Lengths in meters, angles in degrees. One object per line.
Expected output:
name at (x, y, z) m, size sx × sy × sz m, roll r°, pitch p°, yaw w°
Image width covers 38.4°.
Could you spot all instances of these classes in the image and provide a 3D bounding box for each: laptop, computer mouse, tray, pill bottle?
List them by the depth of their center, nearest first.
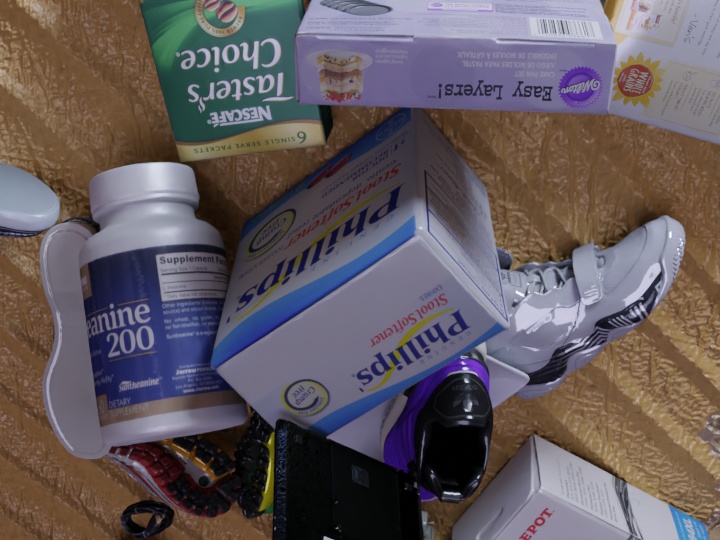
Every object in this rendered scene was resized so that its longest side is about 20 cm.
laptop at (-0.006, 0.230, 0.710) m, size 0.199 × 0.178 × 0.103 m, roll 28°, pitch 128°, yaw -29°
pill bottle at (-0.153, 0.026, 0.784) m, size 0.110 × 0.111 × 0.201 m, roll -12°, pitch 81°, yaw 11°
tray at (0.035, 0.119, 0.861) m, size 0.107 × 0.022 × 0.200 m, roll 28°, pitch 125°, yaw -32°
computer mouse at (-0.214, 0.274, 0.991) m, size 0.058 × 0.034 × 0.200 m, roll 22°, pitch 139°, yaw -2°

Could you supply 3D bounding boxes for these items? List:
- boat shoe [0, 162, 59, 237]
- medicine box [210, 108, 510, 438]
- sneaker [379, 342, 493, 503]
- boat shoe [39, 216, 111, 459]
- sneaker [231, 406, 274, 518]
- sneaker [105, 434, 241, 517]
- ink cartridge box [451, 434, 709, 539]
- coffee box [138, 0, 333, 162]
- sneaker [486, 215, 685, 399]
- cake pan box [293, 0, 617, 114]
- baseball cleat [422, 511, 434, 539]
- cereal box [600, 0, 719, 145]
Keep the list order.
boat shoe at (-0.343, -0.044, 0.849) m, size 0.199 × 0.071 × 0.091 m, roll 15°, pitch 120°, yaw 5°
medicine box at (0.000, 0.000, 0.761) m, size 0.182 × 0.200 × 0.103 m, roll -34°, pitch 115°, yaw 20°
sneaker at (0.059, 0.142, 0.798) m, size 0.069 × 0.100 × 0.201 m, roll -2°, pitch 138°, yaw -8°
boat shoe at (-0.227, 0.055, 0.864) m, size 0.073 × 0.060 × 0.201 m, roll -3°, pitch 100°, yaw 9°
sneaker at (-0.053, 0.126, 0.921) m, size 0.085 × 0.078 × 0.201 m, roll 1°, pitch 118°, yaw -33°
sneaker at (-0.201, 0.155, 0.934) m, size 0.200 × 0.078 × 0.082 m, roll 44°, pitch 153°, yaw -1°
ink cartridge box at (0.202, 0.262, 0.954) m, size 0.199 × 0.084 × 0.146 m, roll 29°, pitch 118°, yaw -10°
coffee box at (-0.095, -0.183, 0.760) m, size 0.122 × 0.044 × 0.201 m, roll -5°, pitch 118°, yaw 7°
sneaker at (0.157, 0.012, 0.827) m, size 0.115 × 0.075 × 0.200 m, roll 34°, pitch 119°, yaw -16°
cake pan box at (0.065, -0.162, 0.679) m, size 0.199 × 0.185 × 0.053 m, roll 2°, pitch 123°, yaw 3°
baseball cleat at (0.004, 0.236, 0.918) m, size 0.106 × 0.070 × 0.200 m, roll -7°, pitch 157°, yaw 14°
cereal box at (0.265, -0.165, 0.741) m, size 0.199 × 0.040 × 0.145 m, roll 15°, pitch 119°, yaw -4°
